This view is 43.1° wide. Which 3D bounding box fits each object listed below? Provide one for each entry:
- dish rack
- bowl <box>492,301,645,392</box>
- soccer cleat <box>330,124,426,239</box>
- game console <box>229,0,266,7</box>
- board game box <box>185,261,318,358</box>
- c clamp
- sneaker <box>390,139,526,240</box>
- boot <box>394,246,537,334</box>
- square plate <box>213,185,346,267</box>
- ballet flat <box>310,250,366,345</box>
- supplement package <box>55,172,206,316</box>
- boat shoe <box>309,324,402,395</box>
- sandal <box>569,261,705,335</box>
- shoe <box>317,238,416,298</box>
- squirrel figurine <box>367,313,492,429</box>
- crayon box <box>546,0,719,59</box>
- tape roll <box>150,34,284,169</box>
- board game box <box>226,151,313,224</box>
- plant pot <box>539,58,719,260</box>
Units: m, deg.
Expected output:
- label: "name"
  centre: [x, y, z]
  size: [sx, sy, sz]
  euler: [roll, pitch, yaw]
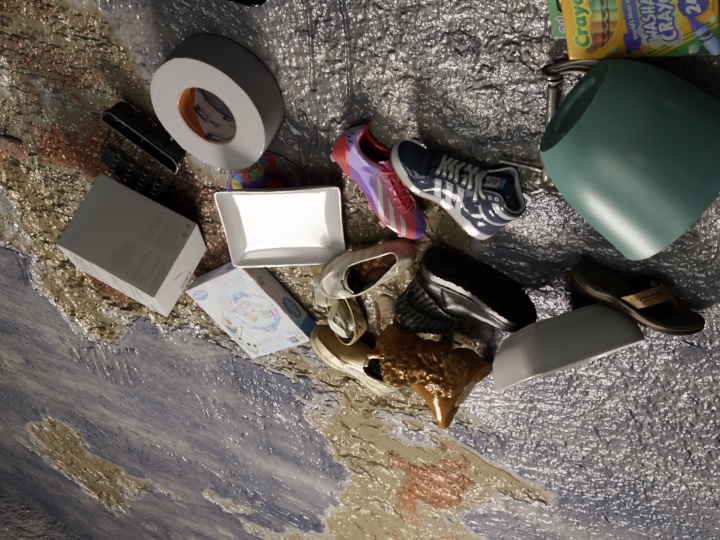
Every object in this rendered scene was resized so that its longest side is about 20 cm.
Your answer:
- label: "dish rack"
  centre: [-0.387, -0.191, 1.571]
  size: [0.153, 0.055, 0.200]
  euler: [37, 143, -6]
- label: "bowl"
  centre: [0.294, 0.109, 1.339]
  size: [0.200, 0.197, 0.076]
  euler: [121, 132, -72]
- label: "soccer cleat"
  centre: [0.039, -0.128, 1.345]
  size: [0.076, 0.067, 0.200]
  euler: [-26, 113, 43]
- label: "game console"
  centre: [-0.184, -0.443, 1.098]
  size: [0.198, 0.117, 0.177]
  euler: [19, 141, 15]
- label: "board game box"
  centre: [-0.210, 0.073, 1.752]
  size: [0.199, 0.044, 0.199]
  euler: [-20, 121, 46]
- label: "c clamp"
  centre: [0.263, -0.188, 1.150]
  size: [0.169, 0.027, 0.202]
  euler: [17, 140, 16]
- label: "sneaker"
  centre: [0.142, -0.127, 1.264]
  size: [0.199, 0.071, 0.108]
  euler: [37, 148, -19]
- label: "boot"
  centre: [0.165, 0.062, 1.455]
  size: [0.210, 0.080, 0.159]
  euler: [31, 140, 8]
- label: "square plate"
  centre: [-0.124, -0.074, 1.474]
  size: [0.195, 0.029, 0.201]
  euler: [-2, 145, 2]
- label: "ballet flat"
  centre: [-0.043, 0.054, 1.599]
  size: [0.070, 0.066, 0.201]
  euler: [-1, 132, 35]
- label: "supplement package"
  centre: [-0.405, -0.043, 1.636]
  size: [0.198, 0.153, 0.151]
  euler: [27, 165, 5]
- label: "boat shoe"
  centre: [-0.002, 0.160, 1.683]
  size: [0.199, 0.072, 0.076]
  euler: [33, 157, -20]
- label: "sandal"
  centre: [0.394, 0.031, 1.284]
  size: [0.198, 0.082, 0.055]
  euler: [30, 122, 14]
- label: "shoe"
  centre: [0.000, 0.000, 1.487]
  size: [0.199, 0.053, 0.071]
  euler: [-24, 99, 34]
- label: "squirrel figurine"
  centre: [0.101, 0.149, 1.541]
  size: [0.186, 0.142, 0.200]
  euler: [37, 178, 23]
- label: "crayon box"
  centre: [0.289, -0.298, 0.990]
  size: [0.198, 0.052, 0.127]
  euler: [6, 136, 30]
- label: "tape roll"
  centre: [-0.216, -0.251, 1.377]
  size: [0.198, 0.066, 0.202]
  euler: [18, 140, 16]
- label: "board game box"
  centre: [-0.157, -0.111, 1.512]
  size: [0.157, 0.039, 0.201]
  euler: [30, 142, 1]
- label: "plant pot"
  centre: [0.301, -0.140, 1.029]
  size: [0.160, 0.202, 0.201]
  euler: [33, 143, -8]
